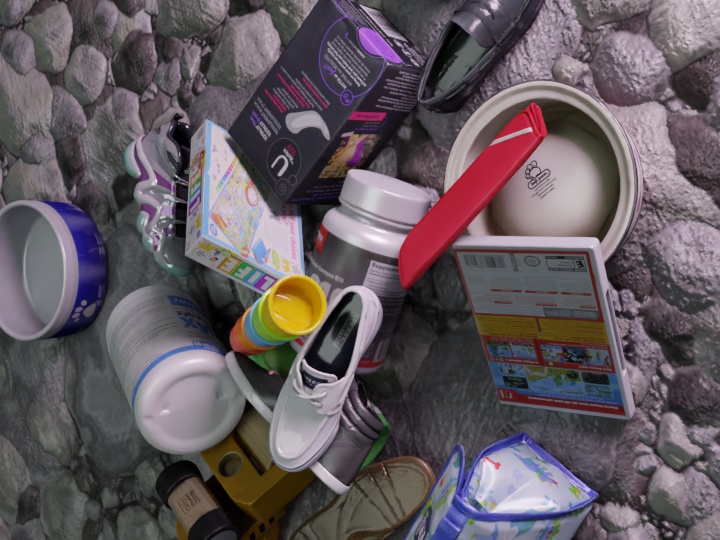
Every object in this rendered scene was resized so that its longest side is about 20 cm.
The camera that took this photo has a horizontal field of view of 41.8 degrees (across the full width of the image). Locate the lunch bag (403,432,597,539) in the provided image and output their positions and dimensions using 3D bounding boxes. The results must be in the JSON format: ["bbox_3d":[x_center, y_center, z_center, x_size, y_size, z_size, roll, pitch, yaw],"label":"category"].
[{"bbox_3d":[0.110,0.263,0.909,0.127,0.199,0.171,37,113,27],"label":"lunch bag"}]

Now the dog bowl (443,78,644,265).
[{"bbox_3d":[0.184,-0.079,0.917,0.199,0.074,0.202,2,94,36],"label":"dog bowl"}]

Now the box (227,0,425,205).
[{"bbox_3d":[-0.033,-0.183,1.043,0.200,0.106,0.123,-49,67,26],"label":"box"}]

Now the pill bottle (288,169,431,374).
[{"bbox_3d":[0.000,0.000,1.025,0.113,0.113,0.202,27,107,31],"label":"pill bottle"}]

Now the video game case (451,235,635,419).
[{"bbox_3d":[0.175,0.055,0.899,0.142,0.017,0.201,3,126,35],"label":"video game case"}]

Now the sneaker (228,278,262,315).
[{"bbox_3d":[-0.133,-0.041,1.142,0.077,0.084,0.202,124,126,-73],"label":"sneaker"}]

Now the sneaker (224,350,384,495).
[{"bbox_3d":[-0.055,0.134,1.010,0.099,0.071,0.200,-46,69,-3],"label":"sneaker"}]

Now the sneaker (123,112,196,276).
[{"bbox_3d":[-0.225,-0.105,1.201,0.139,0.077,0.202,-29,76,33],"label":"sneaker"}]

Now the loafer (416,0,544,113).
[{"bbox_3d":[0.124,-0.244,0.949,0.068,0.070,0.201,42,115,15],"label":"loafer"}]

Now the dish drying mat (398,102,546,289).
[{"bbox_3d":[0.101,-0.070,0.893,0.018,0.077,0.200,32,119,-19],"label":"dish drying mat"}]

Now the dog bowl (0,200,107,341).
[{"bbox_3d":[-0.461,0.000,1.372,0.199,0.079,0.202,2,93,35],"label":"dog bowl"}]

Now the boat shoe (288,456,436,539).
[{"bbox_3d":[0.006,0.271,1.063,0.199,0.066,0.074,-35,72,18],"label":"boat shoe"}]

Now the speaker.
[{"bbox_3d":[-0.060,0.143,1.091,0.200,0.088,0.089,40,113,27],"label":"speaker"}]

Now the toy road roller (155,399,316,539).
[{"bbox_3d":[-0.136,0.268,1.143,0.200,0.146,0.123,-41,50,-9],"label":"toy road roller"}]

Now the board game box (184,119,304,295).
[{"bbox_3d":[-0.126,-0.066,1.045,0.034,0.134,0.201,-42,35,29],"label":"board game box"}]

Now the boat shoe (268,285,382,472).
[{"bbox_3d":[-0.043,0.105,0.938,0.073,0.065,0.202,21,88,15],"label":"boat shoe"}]

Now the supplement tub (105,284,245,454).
[{"bbox_3d":[-0.227,0.116,1.139,0.200,0.131,0.133,46,119,53],"label":"supplement tub"}]

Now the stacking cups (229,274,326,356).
[{"bbox_3d":[-0.093,0.052,0.992,0.200,0.060,0.061,149,108,-67],"label":"stacking cups"}]
